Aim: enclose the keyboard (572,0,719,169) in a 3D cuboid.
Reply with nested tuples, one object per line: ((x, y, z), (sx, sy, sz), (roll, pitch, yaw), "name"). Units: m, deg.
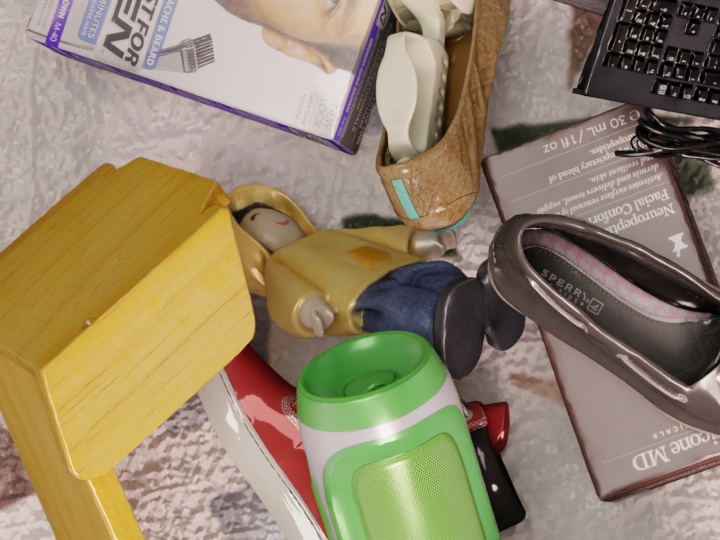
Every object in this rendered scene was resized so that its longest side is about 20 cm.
((0.209, -0.094, 1.278), (0.199, 0.040, 0.104), (7, 115, -26), "keyboard")

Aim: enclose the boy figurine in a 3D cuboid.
((0.000, 0.000, 1.351), (0.200, 0.124, 0.065), (21, 127, 40), "boy figurine")

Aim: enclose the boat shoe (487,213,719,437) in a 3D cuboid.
((0.156, 0.031, 1.249), (0.199, 0.057, 0.067), (28, 77, 1), "boat shoe")

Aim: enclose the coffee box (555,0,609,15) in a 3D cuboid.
((0.128, -0.207, 1.288), (0.080, 0.200, 0.114), (20, 90, 18), "coffee box")

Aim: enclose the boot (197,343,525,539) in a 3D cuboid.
((0.000, 0.081, 1.362), (0.144, 0.072, 0.200), (-36, 86, 8), "boot")

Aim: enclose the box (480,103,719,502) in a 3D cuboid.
((0.146, 0.017, 1.329), (0.100, 0.075, 0.201), (-21, 82, 10), "box")

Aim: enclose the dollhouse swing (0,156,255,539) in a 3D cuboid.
((-0.118, 0.067, 1.344), (0.182, 0.200, 0.176), (-42, 112, -13), "dollhouse swing")

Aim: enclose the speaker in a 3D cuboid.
((0.028, 0.136, 1.276), (0.088, 0.089, 0.201), (-12, 113, 12), "speaker")

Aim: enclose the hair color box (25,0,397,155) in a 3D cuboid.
((-0.081, -0.151, 1.406), (0.199, 0.065, 0.110), (19, 89, 13), "hair color box")

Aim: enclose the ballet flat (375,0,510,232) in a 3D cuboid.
((0.038, -0.118, 1.330), (0.068, 0.072, 0.201), (-9, 57, 32), "ballet flat")
